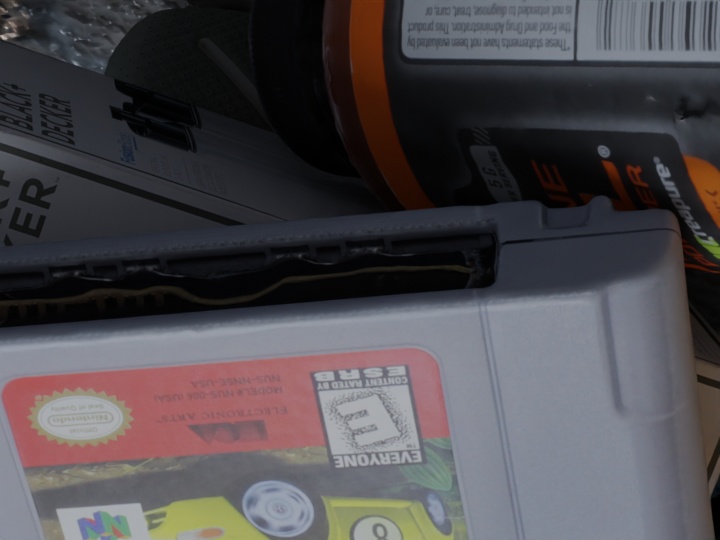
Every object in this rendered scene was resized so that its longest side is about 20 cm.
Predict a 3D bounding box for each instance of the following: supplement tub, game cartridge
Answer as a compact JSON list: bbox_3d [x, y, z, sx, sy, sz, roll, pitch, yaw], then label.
[{"bbox_3d":[0.065,-0.053,0.674,0.200,0.107,0.107,5,146,47],"label":"supplement tub"},{"bbox_3d":[-0.022,0.049,0.664,0.200,0.041,0.133,-5,134,8],"label":"game cartridge"}]

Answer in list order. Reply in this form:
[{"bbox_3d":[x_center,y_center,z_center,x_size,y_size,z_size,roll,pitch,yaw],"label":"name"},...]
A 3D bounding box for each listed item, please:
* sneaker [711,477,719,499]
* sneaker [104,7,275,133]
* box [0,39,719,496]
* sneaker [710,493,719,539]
[{"bbox_3d":[0.095,0.075,0.855,0.074,0.082,0.200,41,-176,19],"label":"sneaker"},{"bbox_3d":[0.000,0.000,0.850,0.200,0.070,0.080,36,150,-22],"label":"sneaker"},{"bbox_3d":[-0.015,0.008,0.734,0.200,0.060,0.117,18,-168,-10],"label":"box"},{"bbox_3d":[0.142,0.073,0.766,0.075,0.200,0.079,-25,88,21],"label":"sneaker"}]
